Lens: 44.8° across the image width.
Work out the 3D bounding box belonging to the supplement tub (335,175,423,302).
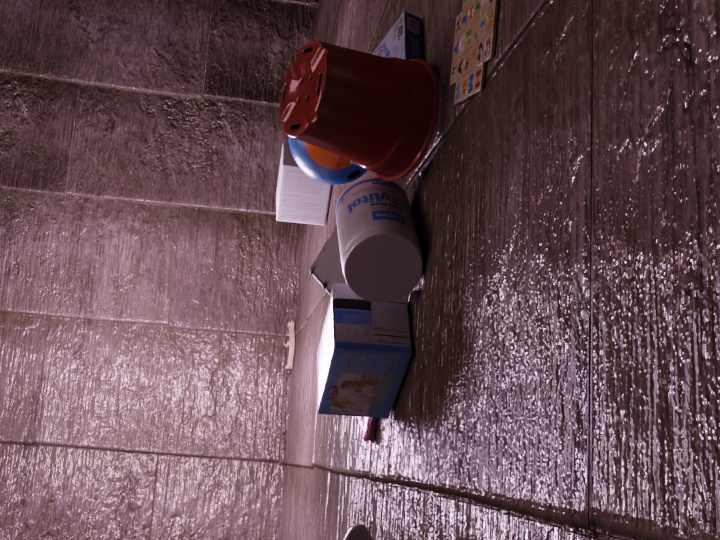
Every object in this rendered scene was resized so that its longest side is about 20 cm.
[{"bbox_3d":[0.028,-0.056,1.423,0.201,0.130,0.134,-100,18,-58],"label":"supplement tub"}]

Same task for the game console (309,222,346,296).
[{"bbox_3d":[-0.006,-0.056,1.767,0.176,0.115,0.201,47,119,30],"label":"game console"}]

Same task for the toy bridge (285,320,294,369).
[{"bbox_3d":[-0.290,0.307,3.630,0.067,0.027,0.203,137,136,-69],"label":"toy bridge"}]

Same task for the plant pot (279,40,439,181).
[{"bbox_3d":[-0.011,-0.260,1.375,0.200,0.193,0.204,-23,62,53],"label":"plant pot"}]

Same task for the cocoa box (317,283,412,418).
[{"bbox_3d":[0.002,0.139,1.466,0.201,0.131,0.133,105,166,-48],"label":"cocoa box"}]

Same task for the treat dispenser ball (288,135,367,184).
[{"bbox_3d":[-0.054,-0.285,1.862,0.201,0.197,0.205,-175,90,-81],"label":"treat dispenser ball"}]

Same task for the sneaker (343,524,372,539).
[{"bbox_3d":[-0.018,0.543,1.561,0.099,0.070,0.204,-165,76,-76],"label":"sneaker"}]

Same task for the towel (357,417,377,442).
[{"bbox_3d":[0.012,0.233,1.716,0.200,0.022,0.147,-126,42,-77],"label":"towel"}]

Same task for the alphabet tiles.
[{"bbox_3d":[0.151,-0.314,1.167,0.200,0.006,0.169,-168,84,-81],"label":"alphabet tiles"}]

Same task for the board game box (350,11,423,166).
[{"bbox_3d":[0.046,-0.319,1.560,0.199,0.043,0.203,-41,40,50],"label":"board game box"}]

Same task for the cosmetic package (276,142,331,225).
[{"bbox_3d":[-0.181,-0.277,2.804,0.167,0.164,0.203,-98,17,-58],"label":"cosmetic package"}]
